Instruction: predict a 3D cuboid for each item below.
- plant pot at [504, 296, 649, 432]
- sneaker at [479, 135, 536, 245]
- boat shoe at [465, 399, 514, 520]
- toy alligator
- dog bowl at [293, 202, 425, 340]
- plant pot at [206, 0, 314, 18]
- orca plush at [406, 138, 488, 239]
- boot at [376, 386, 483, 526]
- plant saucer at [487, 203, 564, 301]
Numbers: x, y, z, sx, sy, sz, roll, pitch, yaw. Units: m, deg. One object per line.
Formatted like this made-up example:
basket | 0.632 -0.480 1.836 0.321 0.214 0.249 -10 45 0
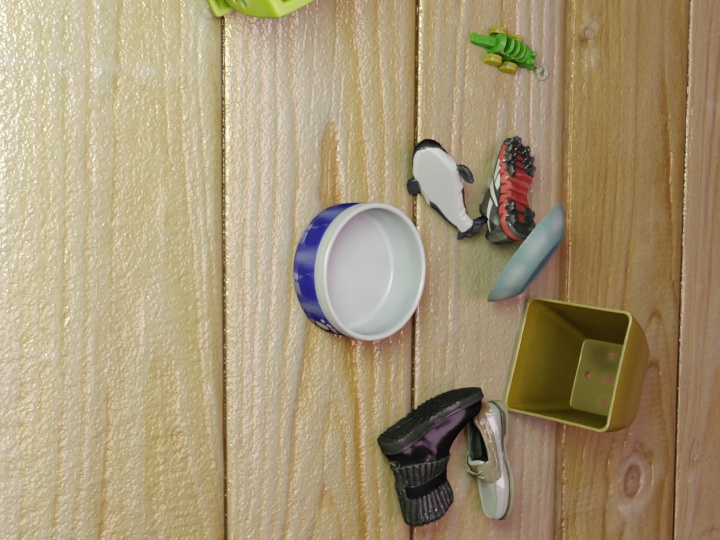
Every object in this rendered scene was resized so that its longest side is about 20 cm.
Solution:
plant pot | 0.395 0.173 1.961 0.176 0.199 0.202 21 80 -51
sneaker | 0.239 -0.128 1.870 0.070 0.098 0.202 21 57 -27
boat shoe | 0.208 0.320 1.889 0.068 0.074 0.202 -5 91 -33
toy alligator | 0.264 -0.358 1.877 0.199 0.054 0.060 16 85 -40
dog bowl | 0.000 0.000 1.672 0.199 0.078 0.202 -4 96 -39
plant pot | -0.123 -0.445 1.458 0.200 0.181 0.200 -36 116 -31
orca plush | 0.140 -0.144 1.785 0.200 0.105 0.072 41 37 -32
boot | 0.129 0.294 1.806 0.210 0.079 0.159 -29 105 -23
plant saucer | 0.282 -0.018 1.851 0.201 0.039 0.201 -48 166 -16
